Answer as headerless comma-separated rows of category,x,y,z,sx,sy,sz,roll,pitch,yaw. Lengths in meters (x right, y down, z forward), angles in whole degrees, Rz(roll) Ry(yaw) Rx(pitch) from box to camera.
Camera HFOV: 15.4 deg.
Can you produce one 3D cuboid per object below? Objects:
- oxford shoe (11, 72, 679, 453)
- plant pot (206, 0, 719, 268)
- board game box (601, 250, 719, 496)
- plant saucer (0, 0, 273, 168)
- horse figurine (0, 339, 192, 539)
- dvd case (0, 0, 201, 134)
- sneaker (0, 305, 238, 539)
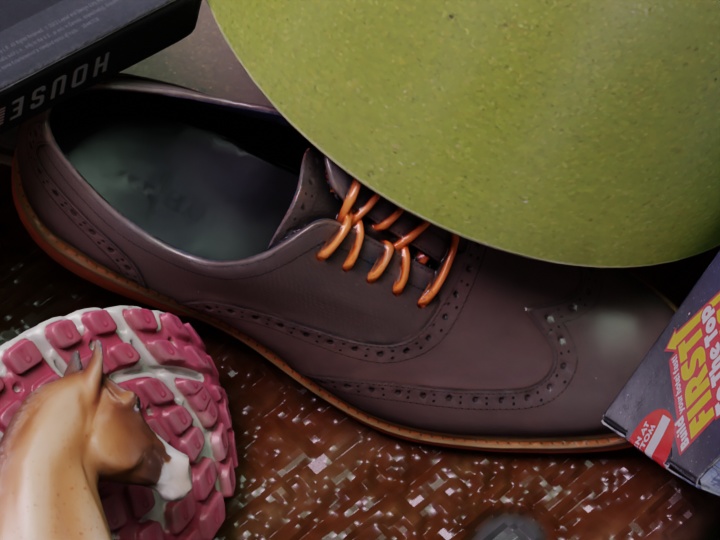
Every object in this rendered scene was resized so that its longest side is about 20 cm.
oxford shoe,0.000,0.000,0.715,0.199,0.073,0.072,17,79,-3
plant pot,0.076,-0.135,0.672,0.186,0.200,0.188,14,48,-16
board game box,0.141,0.021,0.634,0.061,0.200,0.201,24,37,-20
plant saucer,-0.068,-0.103,0.816,0.199,0.035,0.201,1,58,-1
horse figurine,-0.083,0.131,0.634,0.133,0.050,0.200,47,71,-12
dvd case,-0.159,-0.104,0.688,0.150,0.025,0.200,-31,67,-31
sneaker,-0.118,0.070,0.689,0.200,0.075,0.081,-31,106,-30
